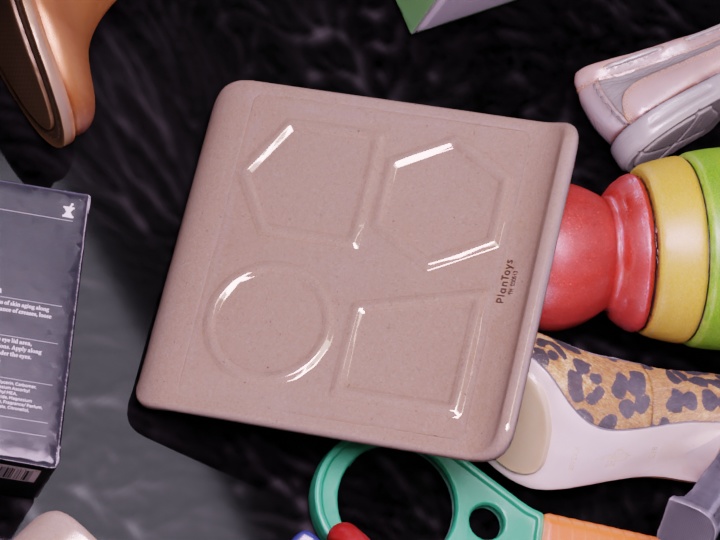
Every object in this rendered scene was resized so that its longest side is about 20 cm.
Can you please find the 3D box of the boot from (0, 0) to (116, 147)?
[{"bbox_3d":[-0.121,-0.168,1.527,0.154,0.074,0.201,-10,77,-23],"label":"boot"}]

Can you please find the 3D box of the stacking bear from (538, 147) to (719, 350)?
[{"bbox_3d":[0.163,-0.009,1.534,0.199,0.114,0.122,-2,70,-11],"label":"stacking bear"}]

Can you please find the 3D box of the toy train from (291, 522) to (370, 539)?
[{"bbox_3d":[0.030,0.208,1.407,0.200,0.116,0.085,44,82,2],"label":"toy train"}]

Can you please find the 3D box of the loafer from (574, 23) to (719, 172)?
[{"bbox_3d":[0.207,-0.127,1.607,0.200,0.072,0.063,-30,75,-19],"label":"loafer"}]

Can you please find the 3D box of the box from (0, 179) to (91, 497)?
[{"bbox_3d":[-0.241,0.022,1.424,0.199,0.079,0.142,10,73,-12],"label":"box"}]

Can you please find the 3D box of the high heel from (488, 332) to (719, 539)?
[{"bbox_3d":[0.125,0.060,1.532,0.200,0.072,0.143,33,34,12],"label":"high heel"}]

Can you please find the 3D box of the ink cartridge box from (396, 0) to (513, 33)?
[{"bbox_3d":[0.060,-0.249,1.596,0.146,0.084,0.200,-20,79,-21],"label":"ink cartridge box"}]

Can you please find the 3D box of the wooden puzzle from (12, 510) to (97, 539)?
[{"bbox_3d":[-0.138,0.236,1.372,0.200,0.046,0.185,41,74,10],"label":"wooden puzzle"}]

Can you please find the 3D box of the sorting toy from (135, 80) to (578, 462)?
[{"bbox_3d":[0.000,0.000,1.487,0.199,0.036,0.186,7,67,17],"label":"sorting toy"}]

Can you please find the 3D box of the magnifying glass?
[{"bbox_3d":[0.071,0.132,1.506,0.199,0.022,0.080,12,69,-9],"label":"magnifying glass"}]
